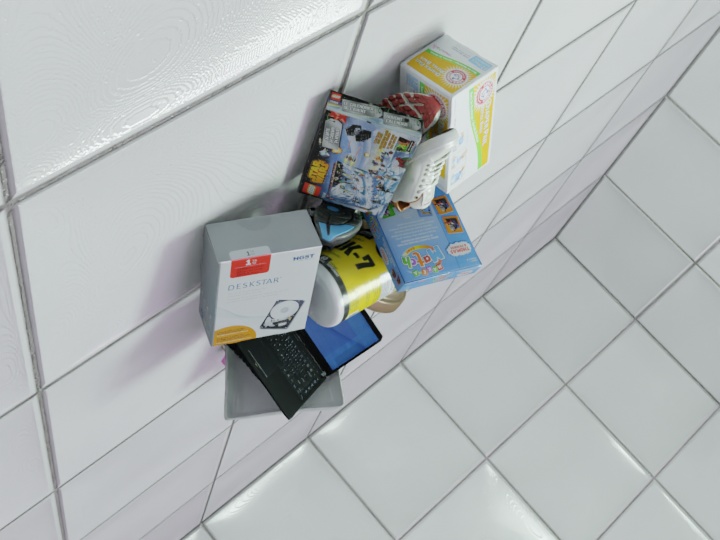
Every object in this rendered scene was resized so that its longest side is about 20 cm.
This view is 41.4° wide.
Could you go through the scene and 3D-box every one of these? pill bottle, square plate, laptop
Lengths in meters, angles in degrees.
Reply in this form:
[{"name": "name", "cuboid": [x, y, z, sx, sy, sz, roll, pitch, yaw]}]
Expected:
[{"name": "pill bottle", "cuboid": [0.000, 0.000, 1.534, 0.200, 0.114, 0.114, -29, 162, -34]}, {"name": "square plate", "cuboid": [-0.133, 0.178, 1.637, 0.199, 0.199, 0.029, -6, 130, -3]}, {"name": "laptop", "cuboid": [-0.086, 0.105, 1.543, 0.103, 0.178, 0.200, -28, -170, 38]}]

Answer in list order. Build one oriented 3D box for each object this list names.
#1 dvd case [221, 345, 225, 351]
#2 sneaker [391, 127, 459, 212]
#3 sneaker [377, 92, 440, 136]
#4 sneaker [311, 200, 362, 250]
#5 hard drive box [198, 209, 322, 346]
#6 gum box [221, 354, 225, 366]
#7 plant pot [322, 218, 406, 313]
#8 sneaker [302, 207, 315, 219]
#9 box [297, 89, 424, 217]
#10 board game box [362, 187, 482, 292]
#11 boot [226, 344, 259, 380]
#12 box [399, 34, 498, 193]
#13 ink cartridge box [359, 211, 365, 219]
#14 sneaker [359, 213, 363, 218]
[{"name": "dvd case", "cuboid": [-0.191, 0.066, 1.783, 0.149, 0.016, 0.200, -36, 165, -29]}, {"name": "sneaker", "cuboid": [0.099, -0.145, 1.411, 0.073, 0.085, 0.200, -29, 178, -28]}, {"name": "sneaker", "cuboid": [0.052, -0.210, 1.430, 0.082, 0.078, 0.200, -17, 173, -41]}, {"name": "sneaker", "cuboid": [-0.041, -0.062, 1.456, 0.200, 0.073, 0.082, -74, -174, -73]}, {"name": "hard drive box", "cuboid": [-0.153, 0.013, 1.410, 0.155, 0.077, 0.200, -10, 143, -20]}, {"name": "gum box", "cuboid": [-0.174, 0.147, 1.797, 0.066, 0.114, 0.200, -29, 161, -44]}, {"name": "plant pot", "cuboid": [0.015, -0.027, 1.690, 0.093, 0.201, 0.201, -51, 165, 24]}, {"name": "sneaker", "cuboid": [-0.102, -0.035, 1.602, 0.080, 0.071, 0.200, -32, 163, -22]}, {"name": "box", "cuboid": [-0.004, -0.162, 1.363, 0.200, 0.136, 0.040, 118, -14, -56]}, {"name": "board game box", "cuboid": [0.088, -0.075, 1.510, 0.151, 0.201, 0.037, -13, 159, -29]}, {"name": "boot", "cuboid": [-0.133, 0.104, 1.642, 0.168, 0.200, 0.077, -29, 130, -21]}, {"name": "box", "cuboid": [0.132, -0.237, 1.457, 0.101, 0.112, 0.200, -37, 147, -24]}, {"name": "ink cartridge box", "cuboid": [0.040, -0.180, 1.588, 0.148, 0.076, 0.200, -41, 133, -8]}, {"name": "sneaker", "cuboid": [-0.001, -0.071, 1.831, 0.200, 0.074, 0.083, -43, 141, 17]}]
